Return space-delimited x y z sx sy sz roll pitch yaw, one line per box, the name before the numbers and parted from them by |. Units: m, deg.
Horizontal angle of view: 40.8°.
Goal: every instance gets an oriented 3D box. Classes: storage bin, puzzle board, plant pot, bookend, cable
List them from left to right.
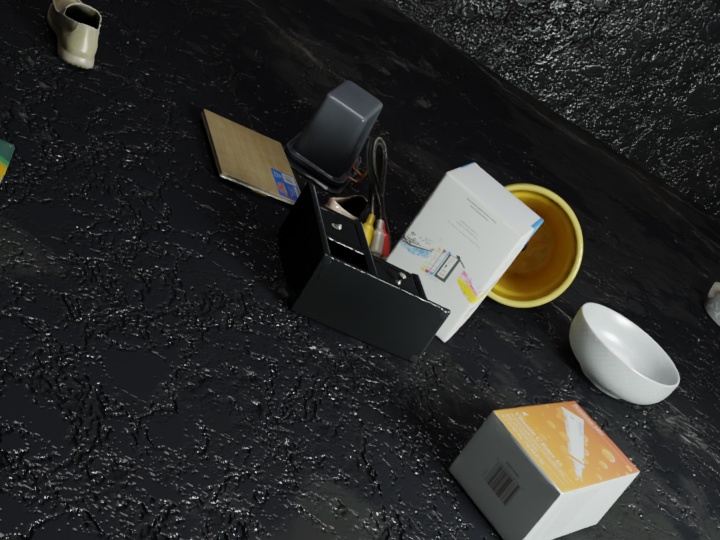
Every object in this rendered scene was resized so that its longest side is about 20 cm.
puzzle board | -0.171 -0.173 1.519 0.149 0.018 0.201 21 27 -31
storage bin | -0.031 -0.236 1.673 0.144 0.135 0.200 34 24 0
bookend | 0.000 0.000 1.317 0.198 0.093 0.200 25 25 -23
cable | 0.032 -0.096 1.471 0.050 0.204 0.096 5 -10 38
plant pot | 0.278 -0.044 1.669 0.199 0.202 0.189 36 7 6

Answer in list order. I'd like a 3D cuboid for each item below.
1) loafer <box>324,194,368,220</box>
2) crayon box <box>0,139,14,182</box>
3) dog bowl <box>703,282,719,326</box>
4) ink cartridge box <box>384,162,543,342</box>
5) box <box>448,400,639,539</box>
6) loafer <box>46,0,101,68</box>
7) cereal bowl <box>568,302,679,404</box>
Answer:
loafer | -0.008 -0.087 1.508 0.072 0.063 0.199 40 24 16
crayon box | -0.425 -0.085 0.961 0.117 0.059 0.201 24 26 -22
dog bowl | 0.923 0.116 2.356 0.198 0.059 0.201 29 24 -14
ink cartridge box | 0.144 -0.030 1.428 0.144 0.201 0.147 40 24 10
box | 0.221 0.238 1.150 0.198 0.098 0.125 4 37 -50
loafer | -0.436 -0.384 1.501 0.075 0.069 0.201 16 30 -36
cereal bowl | 0.423 0.149 1.603 0.198 0.084 0.201 29 23 -14
